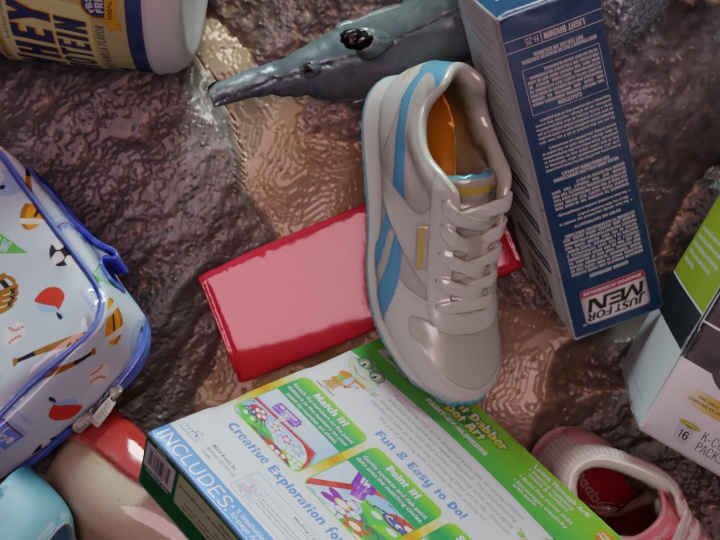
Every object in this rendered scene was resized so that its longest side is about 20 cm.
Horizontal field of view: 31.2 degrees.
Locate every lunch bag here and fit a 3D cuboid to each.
[{"bbox_3d":[-0.216,0.024,0.765,0.160,0.076,0.200,-41,57,-3],"label":"lunch bag"}]

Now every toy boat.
[{"bbox_3d":[-0.088,0.140,0.786,0.198,0.131,0.132,28,57,1],"label":"toy boat"}]

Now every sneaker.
[{"bbox_3d":[0.049,-0.021,0.754,0.076,0.080,0.204,-10,90,-29],"label":"sneaker"},{"bbox_3d":[0.183,0.179,0.777,0.075,0.105,0.200,-44,89,-4],"label":"sneaker"}]

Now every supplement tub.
[{"bbox_3d":[-0.194,-0.198,0.776,0.196,0.144,0.147,5,87,1],"label":"supplement tub"}]

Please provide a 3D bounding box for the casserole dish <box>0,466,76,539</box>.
[{"bbox_3d":[-0.199,0.199,0.735,0.038,0.202,0.122,23,50,12],"label":"casserole dish"}]

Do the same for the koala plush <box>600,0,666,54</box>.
[{"bbox_3d":[0.164,-0.277,0.769,0.199,0.177,0.185,-37,68,2],"label":"koala plush"}]

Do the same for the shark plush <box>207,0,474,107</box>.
[{"bbox_3d":[0.002,-0.146,0.802,0.196,0.083,0.093,-3,87,0],"label":"shark plush"}]

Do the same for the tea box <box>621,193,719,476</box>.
[{"bbox_3d":[0.279,0.037,0.715,0.198,0.134,0.199,30,103,1],"label":"tea box"}]

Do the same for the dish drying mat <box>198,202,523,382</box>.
[{"bbox_3d":[0.000,0.000,0.829,0.197,0.018,0.078,-22,88,-2],"label":"dish drying mat"}]

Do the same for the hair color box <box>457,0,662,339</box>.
[{"bbox_3d":[0.115,-0.074,0.750,0.060,0.100,0.202,-18,117,-2],"label":"hair color box"}]

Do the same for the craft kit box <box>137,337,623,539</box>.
[{"bbox_3d":[0.013,0.133,0.711,0.196,0.049,0.200,-20,50,-39],"label":"craft kit box"}]
